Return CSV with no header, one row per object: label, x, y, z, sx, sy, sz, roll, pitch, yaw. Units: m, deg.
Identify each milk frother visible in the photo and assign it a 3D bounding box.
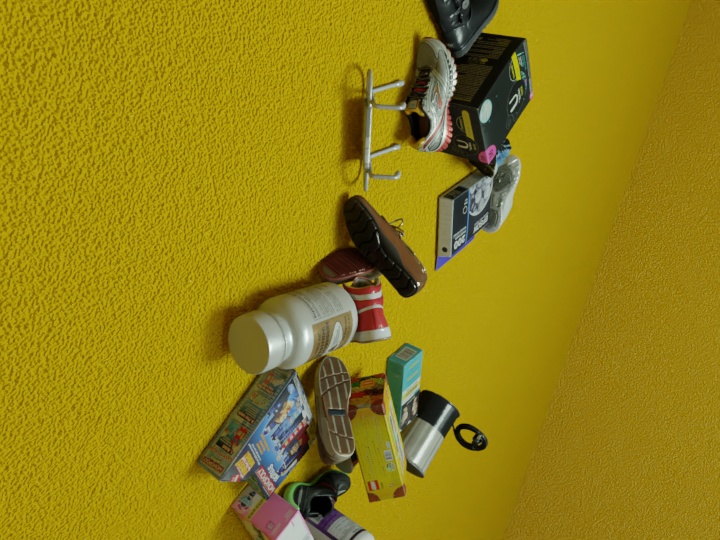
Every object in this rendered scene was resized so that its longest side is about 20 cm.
milk frother,0.200,0.448,1.547,0.189,0.199,0.181,-53,149,-22

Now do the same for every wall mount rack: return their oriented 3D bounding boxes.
wall mount rack,0.040,-0.241,1.019,0.174,0.074,0.202,-91,-177,-61

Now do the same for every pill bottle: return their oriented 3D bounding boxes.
pill bottle,-0.104,0.091,0.949,0.199,0.114,0.115,-16,121,-52
pill bottle,-0.040,0.575,1.253,0.111,0.199,0.112,-33,135,-42

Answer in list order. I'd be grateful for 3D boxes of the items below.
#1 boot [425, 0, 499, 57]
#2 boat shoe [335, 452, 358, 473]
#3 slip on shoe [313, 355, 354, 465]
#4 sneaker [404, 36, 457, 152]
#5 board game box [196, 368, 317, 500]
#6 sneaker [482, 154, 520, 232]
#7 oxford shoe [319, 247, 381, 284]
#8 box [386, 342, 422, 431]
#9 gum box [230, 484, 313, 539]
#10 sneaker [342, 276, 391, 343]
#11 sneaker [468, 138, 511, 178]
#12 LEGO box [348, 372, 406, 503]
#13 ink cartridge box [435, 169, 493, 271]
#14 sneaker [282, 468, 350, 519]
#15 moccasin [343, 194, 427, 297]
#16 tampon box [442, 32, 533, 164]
boot,0.176,-0.512,1.073,0.166,0.065,0.200,-62,144,-13
boat shoe,-0.030,0.344,1.255,0.063,0.071,0.201,-49,146,-38
slip on shoe,-0.054,0.256,1.109,0.076,0.201,0.061,12,139,-31
sneaker,0.122,-0.312,1.080,0.082,0.078,0.202,-16,110,-38
board game box,-0.170,0.287,1.017,0.200,0.061,0.201,-45,142,-32
sneaker,0.358,-0.200,1.532,0.099,0.078,0.201,-26,138,-56
oxford shoe,0.000,0.000,1.100,0.199,0.070,0.075,-19,141,-43
box,0.101,0.280,1.436,0.082,0.049,0.202,-32,133,-44
gum box,-0.151,0.484,1.111,0.066,0.113,0.201,-46,141,-31
sneaker,-0.005,0.070,1.077,0.071,0.200,0.114,-10,88,-22
sneaker,0.283,-0.259,1.309,0.090,0.078,0.200,-49,179,12
LEGO box,0.034,0.333,1.215,0.149,0.076,0.202,-71,148,-77
ink cartridge box,0.248,-0.118,1.430,0.198,0.043,0.201,-37,138,-41
sneaker,-0.080,0.468,1.236,0.199,0.083,0.077,3,112,-56
moccasin,0.047,-0.049,1.054,0.074,0.201,0.078,-43,-179,39
tampon box,0.237,-0.344,1.196,0.201,0.126,0.150,-56,145,-18
